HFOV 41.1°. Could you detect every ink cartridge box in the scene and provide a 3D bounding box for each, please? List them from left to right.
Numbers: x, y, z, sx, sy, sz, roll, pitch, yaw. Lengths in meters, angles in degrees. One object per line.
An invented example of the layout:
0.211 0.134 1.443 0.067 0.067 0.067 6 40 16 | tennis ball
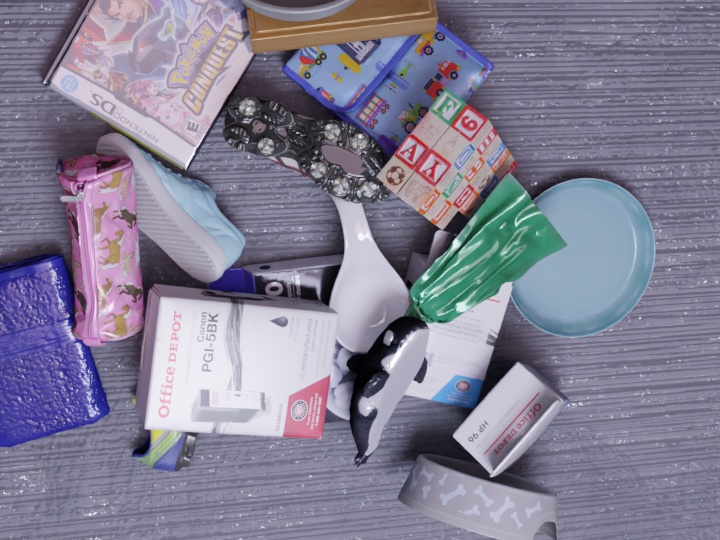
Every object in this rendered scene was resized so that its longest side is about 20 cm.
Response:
-0.136 0.101 1.052 0.198 0.083 0.148 6 96 -19 | ink cartridge box
-0.077 0.088 1.144 0.198 0.043 0.200 -6 104 -8 | ink cartridge box
0.106 0.052 1.157 0.115 0.068 0.202 13 101 -14 | ink cartridge box
0.178 0.172 1.125 0.068 0.200 0.116 42 94 16 | ink cartridge box

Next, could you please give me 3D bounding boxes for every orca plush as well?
0.018 0.125 1.103 0.105 0.071 0.201 -26 142 -35 | orca plush

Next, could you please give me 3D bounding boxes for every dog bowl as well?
0.147 0.273 1.159 0.198 0.200 0.059 15 85 -14 | dog bowl

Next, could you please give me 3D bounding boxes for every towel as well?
-0.378 0.090 1.085 0.146 0.050 0.202 -14 104 -4 | towel

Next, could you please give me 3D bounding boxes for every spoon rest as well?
0.000 0.000 1.087 0.098 0.061 0.202 -15 102 -8 | spoon rest

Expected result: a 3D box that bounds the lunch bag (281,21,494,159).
0.022 -0.228 1.075 0.200 0.094 0.151 39 92 -3 | lunch bag

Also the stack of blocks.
0.101 -0.109 1.051 0.058 0.200 0.115 40 96 19 | stack of blocks

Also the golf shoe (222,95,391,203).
-0.052 -0.136 1.053 0.199 0.088 0.078 25 95 -4 | golf shoe

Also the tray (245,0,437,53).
-0.024 -0.295 1.024 0.198 0.037 0.100 -8 78 -4 | tray

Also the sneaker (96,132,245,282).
-0.209 -0.079 1.074 0.200 0.082 0.074 50 133 -4 | sneaker

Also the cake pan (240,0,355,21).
-0.064 -0.342 0.996 0.198 0.037 0.202 0 70 0 | cake pan

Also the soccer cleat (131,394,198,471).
-0.223 0.137 1.117 0.083 0.065 0.202 10 100 -4 | soccer cleat

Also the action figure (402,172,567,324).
0.123 -0.004 1.082 0.200 0.055 0.118 -42 111 4 | action figure

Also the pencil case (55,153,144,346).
-0.275 -0.022 1.022 0.086 0.083 0.202 -17 119 -36 | pencil case

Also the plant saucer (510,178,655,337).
0.270 -0.017 1.195 0.198 0.027 0.202 -3 104 -11 | plant saucer

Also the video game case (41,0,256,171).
-0.217 -0.240 1.045 0.180 0.026 0.201 31 96 -16 | video game case
